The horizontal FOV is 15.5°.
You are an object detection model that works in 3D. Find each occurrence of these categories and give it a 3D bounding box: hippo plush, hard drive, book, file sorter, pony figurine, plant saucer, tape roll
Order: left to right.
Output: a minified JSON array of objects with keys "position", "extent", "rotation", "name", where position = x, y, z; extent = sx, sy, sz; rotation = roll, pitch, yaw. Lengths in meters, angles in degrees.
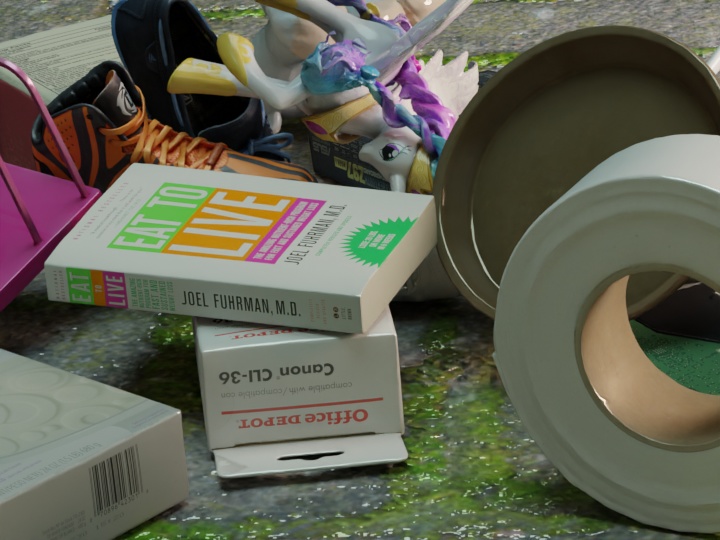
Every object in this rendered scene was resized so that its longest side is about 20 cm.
[{"position":[-0.290,-0.037,1.653],"extent":[0.139,0.126,0.200],"rotation":[16,52,40],"name":"file sorter"},{"position":[-0.069,-0.009,1.574],"extent":[0.199,0.048,0.134],"rotation":[5,27,19],"name":"book"},{"position":[-0.039,-0.166,1.984],"extent":[0.199,0.161,0.160],"rotation":[9,39,-3],"name":"hippo plush"},{"position":[0.007,-0.132,1.702],"extent":[0.200,0.167,0.193],"rotation":[31,54,13],"name":"pony figurine"},{"position":[0.136,-0.051,1.581],"extent":[0.200,0.201,0.029],"rotation":[11,-16,33],"name":"plant saucer"},{"position":[0.172,0.034,1.389],"extent":[0.202,0.203,0.071],"rotation":[7,25,26],"name":"tape roll"},{"position":[0.234,0.046,1.563],"extent":[0.199,0.038,0.140],"rotation":[-15,24,-26],"name":"hard drive"}]

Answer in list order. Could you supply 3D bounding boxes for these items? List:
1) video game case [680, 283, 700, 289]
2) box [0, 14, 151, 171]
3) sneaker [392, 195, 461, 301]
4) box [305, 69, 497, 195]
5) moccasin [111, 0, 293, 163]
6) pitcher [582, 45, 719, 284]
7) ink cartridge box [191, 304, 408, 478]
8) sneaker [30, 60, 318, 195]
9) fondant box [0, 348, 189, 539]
[{"position":[0.191,-0.026,1.767],"extent":[0.199,0.024,0.182],"rotation":[-14,24,-23],"name":"video game case"},{"position":[-0.182,-0.097,1.891],"extent":[0.128,0.109,0.200],"rotation":[-18,25,-26],"name":"box"},{"position":[0.000,0.000,1.689],"extent":[0.200,0.071,0.080],"rotation":[-3,26,23],"name":"sneaker"},{"position":[0.071,-0.093,1.887],"extent":[0.157,0.051,0.200],"rotation":[-14,16,-23],"name":"box"},{"position":[-0.100,-0.098,1.772],"extent":[0.080,0.200,0.068],"rotation":[-46,25,-23],"name":"moccasin"},{"position":[0.226,-0.080,1.669],"extent":[0.199,0.121,0.172],"rotation":[-15,50,-13],"name":"pitcher"},{"position":[-0.038,0.049,1.560],"extent":[0.116,0.068,0.200],"rotation":[-6,22,-5],"name":"ink cartridge box"},{"position":[-0.128,-0.074,1.702],"extent":[0.199,0.112,0.078],"rotation":[-1,35,23],"name":"sneaker"},{"position":[-0.215,0.104,1.471],"extent":[0.200,0.058,0.144],"rotation":[14,28,40],"name":"fondant box"}]
